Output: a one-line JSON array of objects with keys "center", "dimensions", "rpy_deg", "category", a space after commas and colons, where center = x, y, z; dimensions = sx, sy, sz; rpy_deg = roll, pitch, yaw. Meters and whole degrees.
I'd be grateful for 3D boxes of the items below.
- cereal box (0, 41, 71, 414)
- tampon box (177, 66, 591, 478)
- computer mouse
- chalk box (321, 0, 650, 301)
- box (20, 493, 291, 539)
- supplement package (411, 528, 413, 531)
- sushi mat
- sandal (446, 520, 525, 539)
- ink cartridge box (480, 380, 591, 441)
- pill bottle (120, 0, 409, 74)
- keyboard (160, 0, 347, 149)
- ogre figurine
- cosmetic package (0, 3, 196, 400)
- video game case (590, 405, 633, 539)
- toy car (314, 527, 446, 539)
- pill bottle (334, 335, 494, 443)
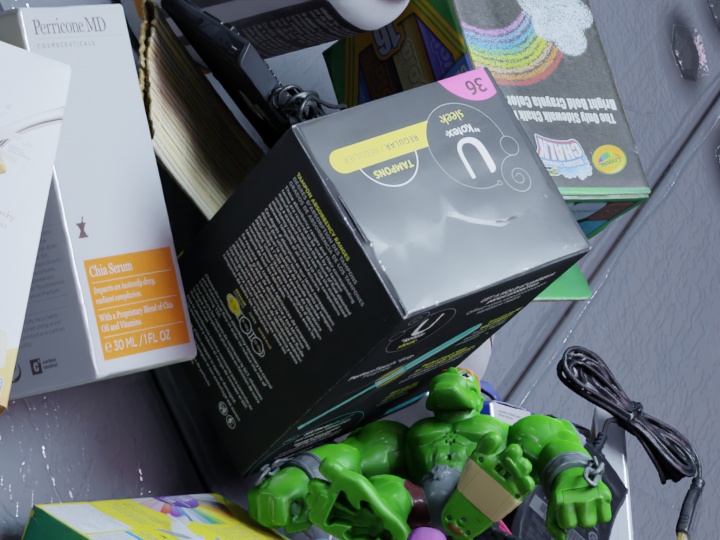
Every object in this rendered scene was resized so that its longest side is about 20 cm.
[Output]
[{"center": [-0.228, -0.035, 1.476], "dimensions": [0.143, 0.040, 0.201], "rpy_deg": [18, 59, -20], "category": "cereal box"}, {"center": [0.000, 0.000, 1.683], "dimensions": [0.149, 0.200, 0.127], "rpy_deg": [-20, 74, -39], "category": "tampon box"}, {"center": [0.152, 0.158, 1.920], "dimensions": [0.140, 0.046, 0.201], "rpy_deg": [39, 44, -19], "category": "computer mouse"}, {"center": [0.082, -0.069, 1.811], "dimensions": [0.124, 0.124, 0.201], "rpy_deg": [0, 67, -41], "category": "chalk box"}, {"center": [-0.085, 0.166, 1.626], "dimensions": [0.200, 0.117, 0.049], "rpy_deg": [0, 114, -57], "category": "box"}, {"center": [0.020, 0.270, 1.757], "dimensions": [0.201, 0.119, 0.121], "rpy_deg": [62, 33, -25], "category": "supplement package"}, {"center": [-0.090, -0.072, 1.751], "dimensions": [0.200, 0.012, 0.096], "rpy_deg": [54, 32, -60], "category": "sushi mat"}, {"center": [0.066, 0.177, 1.825], "dimensions": [0.045, 0.200, 0.075], "rpy_deg": [35, 87, -43], "category": "sandal"}, {"center": [0.095, 0.165, 1.964], "dimensions": [0.136, 0.076, 0.201], "rpy_deg": [19, 65, -55], "category": "ink cartridge box"}, {"center": [-0.037, -0.189, 1.754], "dimensions": [0.116, 0.199, 0.117], "rpy_deg": [28, 57, -53], "category": "pill bottle"}, {"center": [-0.043, -0.102, 1.745], "dimensions": [0.040, 0.104, 0.200], "rpy_deg": [-48, 153, -5], "category": "keyboard"}, {"center": [0.046, 0.115, 1.688], "dimensions": [0.099, 0.199, 0.120], "rpy_deg": [65, 19, -8], "category": "ogre figurine"}, {"center": [-0.162, -0.038, 1.617], "dimensions": [0.101, 0.071, 0.201], "rpy_deg": [-12, 89, -59], "category": "cosmetic package"}, {"center": [0.174, 0.209, 2.046], "dimensions": [0.182, 0.024, 0.201], "rpy_deg": [83, 4, -74], "category": "video game case"}, {"center": [0.030, 0.205, 1.544], "dimensions": [0.175, 0.199, 0.150], "rpy_deg": [93, 18, -55], "category": "toy car"}, {"center": [0.035, 0.016, 1.886], "dimensions": [0.110, 0.109, 0.201], "rpy_deg": [49, 41, -38], "category": "pill bottle"}]
